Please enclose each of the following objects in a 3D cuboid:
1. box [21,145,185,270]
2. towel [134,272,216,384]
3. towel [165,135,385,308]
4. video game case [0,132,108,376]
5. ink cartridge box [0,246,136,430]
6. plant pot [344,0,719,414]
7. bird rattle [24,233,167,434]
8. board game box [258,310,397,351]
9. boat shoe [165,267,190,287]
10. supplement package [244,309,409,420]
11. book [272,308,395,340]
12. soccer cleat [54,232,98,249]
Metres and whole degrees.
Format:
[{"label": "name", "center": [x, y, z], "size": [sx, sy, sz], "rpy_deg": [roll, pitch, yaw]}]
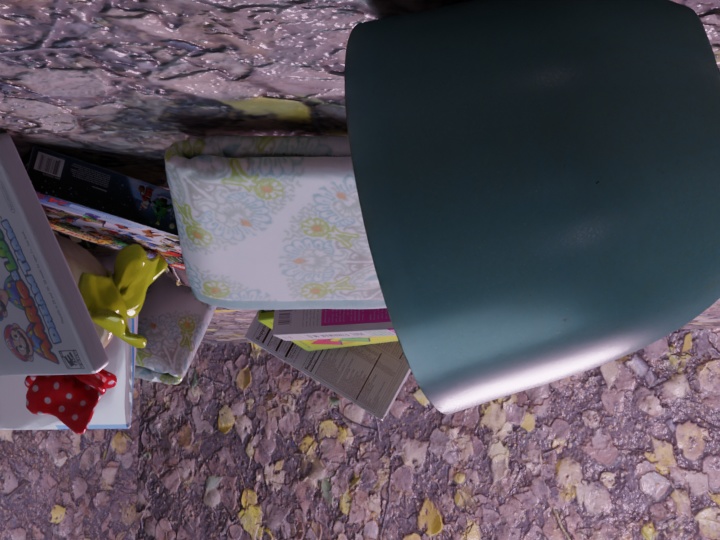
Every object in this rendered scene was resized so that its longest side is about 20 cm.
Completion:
[{"label": "box", "center": [-0.212, -0.048, 0.883], "size": [0.197, 0.038, 0.136], "rpy_deg": [18, 165, -26]}, {"label": "towel", "center": [-0.289, 0.054, 1.240], "size": [0.196, 0.173, 0.049], "rpy_deg": [13, 135, 4]}, {"label": "towel", "center": [-0.047, -0.036, 0.783], "size": [0.195, 0.049, 0.173], "rpy_deg": [0, 141, -2]}, {"label": "video game case", "center": [-0.309, -0.004, 0.829], "size": [0.179, 0.203, 0.024], "rpy_deg": [-6, -158, 39]}, {"label": "ink cartridge box", "center": [-0.314, 0.052, 1.063], "size": [0.143, 0.149, 0.201], "rpy_deg": [1, -152, -10]}, {"label": "plant pot", "center": [0.099, -0.045, 0.490], "size": [0.158, 0.205, 0.200], "rpy_deg": [-13, 169, 15]}, {"label": "bird rattle", "center": [-0.272, 0.040, 0.911], "size": [0.162, 0.113, 0.200], "rpy_deg": [40, 125, -10]}, {"label": "board game box", "center": [-0.004, 0.041, 1.086], "size": [0.197, 0.049, 0.101], "rpy_deg": [-9, 152, 31]}, {"label": "boat shoe", "center": [-0.210, -0.015, 1.175], "size": [0.058, 0.074, 0.200], "rpy_deg": [-3, 178, 0]}, {"label": "supplement package", "center": [-0.019, 0.079, 1.280], "size": [0.198, 0.149, 0.191], "rpy_deg": [30, 175, 5]}, {"label": "book", "center": [0.000, 0.000, 1.006], "size": [0.197, 0.137, 0.048], "rpy_deg": [-4, 162, 34]}, {"label": "soccer cleat", "center": [-0.316, -0.032, 0.992], "size": [0.197, 0.083, 0.067], "rpy_deg": [6, 171, -37]}]
